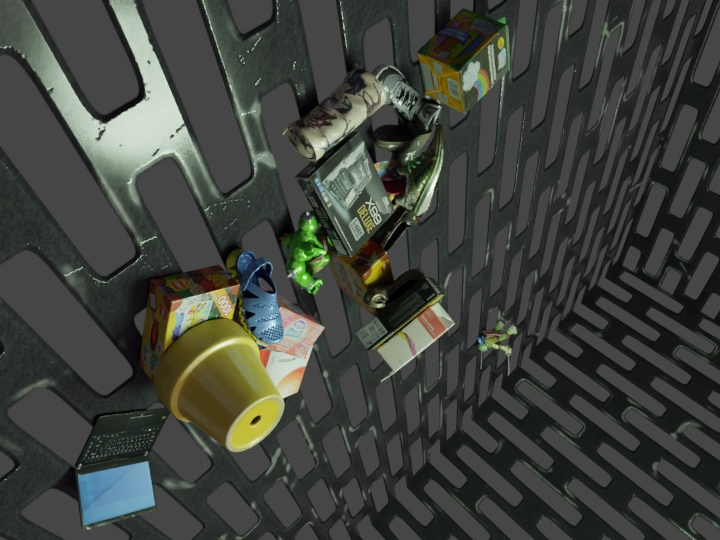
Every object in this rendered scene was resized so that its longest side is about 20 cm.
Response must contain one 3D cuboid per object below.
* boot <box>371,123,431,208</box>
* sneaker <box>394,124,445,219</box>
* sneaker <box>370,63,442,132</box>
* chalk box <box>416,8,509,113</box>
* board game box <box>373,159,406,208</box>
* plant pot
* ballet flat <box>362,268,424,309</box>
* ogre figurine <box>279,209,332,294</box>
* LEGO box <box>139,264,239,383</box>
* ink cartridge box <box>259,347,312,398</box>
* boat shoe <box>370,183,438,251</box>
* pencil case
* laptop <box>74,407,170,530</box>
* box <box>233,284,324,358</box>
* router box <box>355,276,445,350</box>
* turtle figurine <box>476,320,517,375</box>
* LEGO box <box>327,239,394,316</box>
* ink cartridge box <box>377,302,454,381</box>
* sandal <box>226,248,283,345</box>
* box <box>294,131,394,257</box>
[{"bbox_3d":[0.075,-0.231,1.369,0.181,0.073,0.201,-14,142,-37],"label":"boot"},{"bbox_3d":[0.123,-0.212,1.263,0.077,0.088,0.202,-68,174,-71],"label":"sneaker"},{"bbox_3d":[0.101,-0.347,1.223,0.076,0.114,0.200,-57,149,8],"label":"sneaker"},{"bbox_3d":[0.236,-0.463,1.284,0.200,0.124,0.125,-46,148,-14],"label":"chalk box"},{"bbox_3d":[0.052,-0.158,1.353,0.157,0.039,0.200,-31,143,11],"label":"board game box"},{"bbox_3d":[-0.247,0.224,1.113,0.200,0.189,0.202,-35,146,-28],"label":"plant pot"},{"bbox_3d":[0.085,0.045,1.350,0.199,0.046,0.068,-19,137,-45],"label":"ballet flat"},{"bbox_3d":[-0.103,-0.054,1.267,0.201,0.098,0.120,-56,156,13],"label":"ogre figurine"},{"bbox_3d":[-0.327,0.103,1.141,0.148,0.077,0.201,-17,134,-46],"label":"LEGO box"},{"bbox_3d":[-0.218,0.258,1.480,0.199,0.050,0.163,-17,134,-50],"label":"ink cartridge box"},{"bbox_3d":[0.104,-0.124,1.357,0.201,0.063,0.074,-44,160,7],"label":"boat shoe"},{"bbox_3d":[-0.048,-0.291,1.117,0.200,0.089,0.078,-43,177,-15],"label":"pencil case"},{"bbox_3d":[-0.472,0.396,1.222,0.177,0.103,0.201,9,114,-57],"label":"laptop"},{"bbox_3d":[-0.181,0.115,1.330,0.095,0.102,0.200,-53,149,1],"label":"box"},{"bbox_3d":[0.094,0.096,1.355,0.200,0.052,0.157,-40,170,10],"label":"router box"},{"bbox_3d":[0.576,0.319,2.543,0.194,0.201,0.144,-38,-179,-31],"label":"turtle figurine"},{"bbox_3d":[0.000,0.000,1.397,0.077,0.149,0.201,-43,149,-16],"label":"LEGO box"},{"bbox_3d":[0.114,0.164,1.382,0.200,0.068,0.116,-42,170,14],"label":"ink cartridge box"},{"bbox_3d":[-0.194,0.052,1.163,0.079,0.087,0.202,-31,106,-45],"label":"sandal"},{"bbox_3d":[-0.026,-0.155,1.225,0.158,0.050,0.201,-46,126,-26],"label":"box"}]
